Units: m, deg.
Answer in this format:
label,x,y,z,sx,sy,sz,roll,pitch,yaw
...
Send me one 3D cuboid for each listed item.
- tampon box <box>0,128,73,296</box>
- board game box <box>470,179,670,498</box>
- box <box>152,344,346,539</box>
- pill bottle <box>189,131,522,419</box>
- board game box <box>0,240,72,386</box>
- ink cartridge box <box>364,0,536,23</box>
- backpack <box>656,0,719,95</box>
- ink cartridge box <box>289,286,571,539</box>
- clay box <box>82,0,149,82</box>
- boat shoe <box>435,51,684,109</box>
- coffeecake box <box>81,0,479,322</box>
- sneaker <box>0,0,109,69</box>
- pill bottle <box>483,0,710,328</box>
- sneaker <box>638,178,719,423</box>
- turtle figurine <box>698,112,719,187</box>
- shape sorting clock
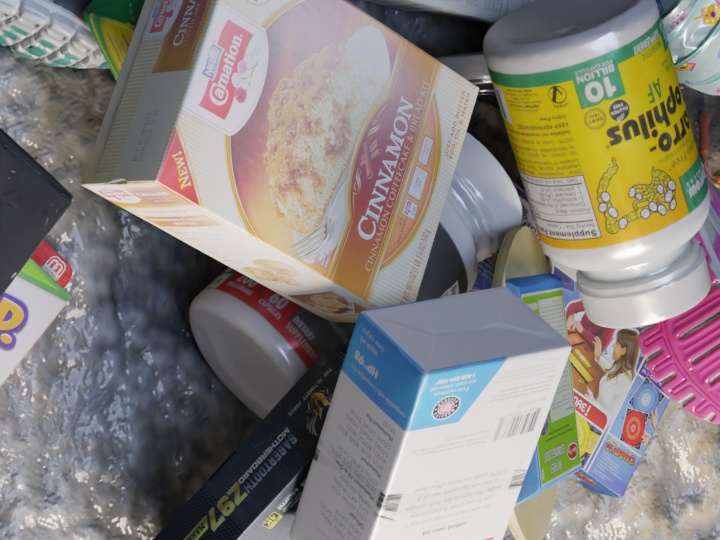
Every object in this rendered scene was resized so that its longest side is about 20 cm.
label,x,y,z,sx,sy,sz,roll,pitch,yaw
tampon box,-0.279,-0.025,1.399,0.126,0.200,0.150,43,71,-26
board game box,0.129,0.046,1.749,0.200,0.034,0.136,37,74,-28
box,-0.031,0.154,1.577,0.200,0.051,0.158,-47,144,5
pill bottle,0.000,0.000,1.622,0.200,0.114,0.114,-43,113,-22
board game box,-0.254,0.047,1.523,0.096,0.030,0.200,46,68,-26
ink cartridge box,0.070,-0.242,1.695,0.200,0.047,0.160,11,87,-37
backpack,0.231,-0.215,1.713,0.126,0.167,0.200,19,74,-24
ink cartridge box,0.033,0.115,1.501,0.116,0.067,0.200,-9,128,-40
clay box,-0.084,-0.117,1.564,0.115,0.048,0.200,-52,143,-25
boat shoe,0.134,-0.111,1.729,0.200,0.070,0.066,-1,92,-39
coffeecake box,-0.042,-0.077,1.481,0.200,0.073,0.154,29,71,-37
sneaker,-0.203,-0.185,1.512,0.200,0.078,0.091,29,72,-32
pill bottle,0.156,-0.070,1.640,0.113,0.113,0.200,-29,113,-27
sneaker,0.228,0.004,1.745,0.088,0.081,0.200,-6,76,-53
turtle figurine,0.299,-0.016,1.796,0.064,0.200,0.161,-28,136,-4
shape sorting clock,0.102,0.072,1.632,0.200,0.039,0.200,-6,90,-75
